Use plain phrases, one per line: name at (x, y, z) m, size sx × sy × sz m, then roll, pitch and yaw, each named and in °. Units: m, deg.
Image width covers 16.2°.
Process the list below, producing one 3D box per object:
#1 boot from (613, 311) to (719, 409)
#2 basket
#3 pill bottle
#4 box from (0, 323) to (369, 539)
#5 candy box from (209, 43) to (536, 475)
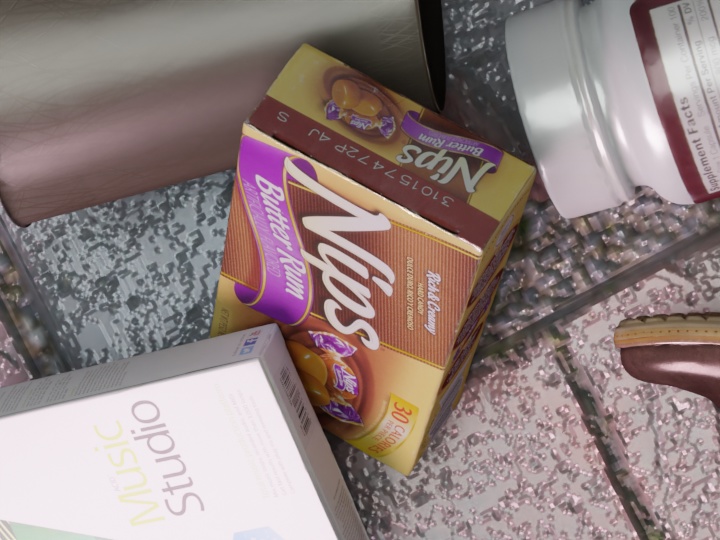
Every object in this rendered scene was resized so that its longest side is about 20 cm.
boot at (0.204, 0.108, 1.147) m, size 0.199 × 0.072 × 0.167 m, roll 9°, pitch 93°, yaw 8°
basket at (-0.066, -0.118, 1.165) m, size 0.199 × 0.136 × 0.181 m, roll -6°, pitch 68°, yaw 7°
pill bottle at (0.172, -0.095, 1.121) m, size 0.199 × 0.114 × 0.115 m, roll -15°, pitch 90°, yaw 13°
box at (-0.104, 0.113, 1.193) m, size 0.199 × 0.036 × 0.145 m, roll -13°, pitch 114°, yaw 23°
candy box at (0.000, 0.000, 1.129) m, size 0.116 × 0.200 × 0.057 m, roll 29°, pitch 59°, yaw 9°
